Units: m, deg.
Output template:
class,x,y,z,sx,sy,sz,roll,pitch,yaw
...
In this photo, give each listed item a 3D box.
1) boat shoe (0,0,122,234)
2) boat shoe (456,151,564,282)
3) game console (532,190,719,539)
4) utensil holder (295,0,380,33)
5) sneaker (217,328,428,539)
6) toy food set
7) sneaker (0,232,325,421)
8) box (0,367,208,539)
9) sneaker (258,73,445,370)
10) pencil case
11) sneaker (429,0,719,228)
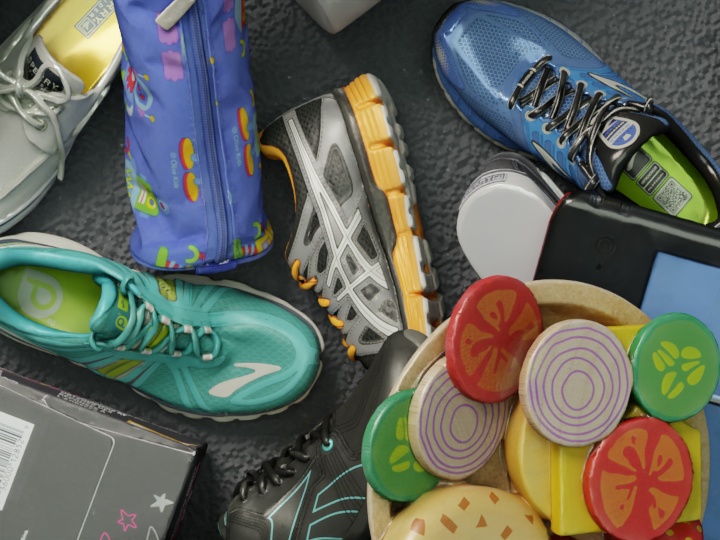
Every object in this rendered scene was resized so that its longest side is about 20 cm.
class,x,y,z,sx,sy,sz,roll,pitch,yaw
boat shoe,-0.166,-0.099,1.086,0.075,0.086,0.202,41,86,0
boat shoe,0.117,0.027,1.102,0.071,0.068,0.201,-28,106,23
game console,0.174,0.065,1.050,0.199,0.031,0.178,16,113,3
utensil holder,0.015,-0.245,1.059,0.200,0.170,0.170,-39,90,-2
sneaker,-0.024,0.116,1.025,0.079,0.075,0.201,25,97,4
toy food set,0.089,0.099,0.989,0.199,0.049,0.199,-4,95,-25
sneaker,-0.117,0.032,1.087,0.199,0.080,0.078,14,87,-2
box,-0.174,0.162,1.063,0.131,0.115,0.201,20,86,0
sneaker,0.000,0.000,1.100,0.077,0.078,0.201,-14,83,7
pencil case,-0.089,-0.093,1.050,0.078,0.087,0.201,-10,120,-11
sneaker,0.126,-0.080,1.095,0.200,0.089,0.079,36,86,-1
